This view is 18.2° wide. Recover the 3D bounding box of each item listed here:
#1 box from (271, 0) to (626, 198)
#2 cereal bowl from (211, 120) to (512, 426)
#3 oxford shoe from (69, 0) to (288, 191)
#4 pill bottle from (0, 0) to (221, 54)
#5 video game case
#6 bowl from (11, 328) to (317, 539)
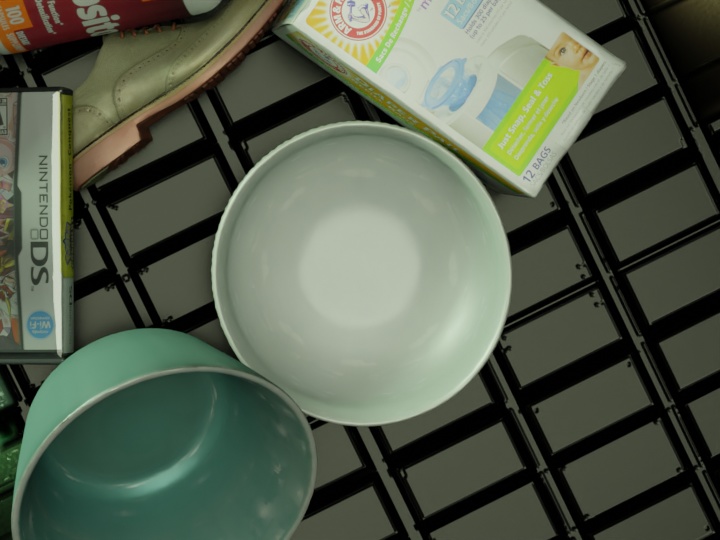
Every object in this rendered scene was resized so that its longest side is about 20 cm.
[{"bbox_3d":[0.055,-0.148,1.485,0.200,0.101,0.113,35,87,-10],"label":"box"},{"bbox_3d":[0.000,0.000,1.495,0.200,0.083,0.200,0,94,-2],"label":"cereal bowl"},{"bbox_3d":[-0.133,-0.141,1.494,0.200,0.071,0.074,-39,90,-4],"label":"oxford shoe"},{"bbox_3d":[-0.155,-0.213,1.454,0.200,0.113,0.113,-12,91,6],"label":"pill bottle"},{"bbox_3d":[-0.287,-0.029,1.480,0.200,0.026,0.181,0,91,10],"label":"video game case"},{"bbox_3d":[-0.138,0.117,1.455,0.201,0.105,0.201,-11,126,-16],"label":"bowl"}]
